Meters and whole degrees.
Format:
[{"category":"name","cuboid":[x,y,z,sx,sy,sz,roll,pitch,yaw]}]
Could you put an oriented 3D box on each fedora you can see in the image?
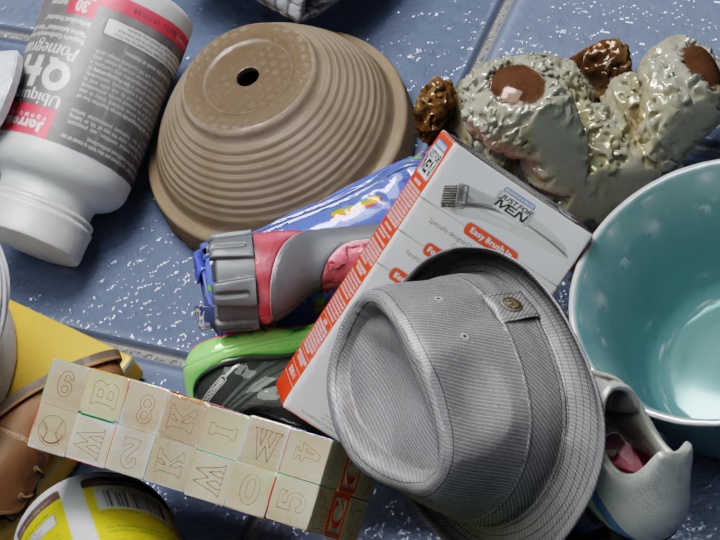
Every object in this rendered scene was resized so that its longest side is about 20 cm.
[{"category":"fedora","cuboid":[0.046,0.078,1.551,0.177,0.090,0.201,-54,49,35]}]

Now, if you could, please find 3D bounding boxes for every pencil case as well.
[{"category":"pencil case","cuboid":[-0.022,-0.015,1.803,0.199,0.087,0.078,-22,43,2]}]

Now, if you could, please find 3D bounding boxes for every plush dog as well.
[{"category":"plush dog","cuboid":[0.132,-0.093,1.794,0.199,0.161,0.172,-9,30,-23]}]

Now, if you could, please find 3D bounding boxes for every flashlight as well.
[{"category":"flashlight","cuboid":[0.000,0.000,1.732,0.199,0.068,0.068,-4,11,-1]}]

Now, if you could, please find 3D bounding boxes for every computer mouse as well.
[{"category":"computer mouse","cuboid":[-0.302,-0.105,1.926,0.044,0.200,0.110,23,53,-18]}]

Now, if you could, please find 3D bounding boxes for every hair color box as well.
[{"category":"hair color box","cuboid":[0.046,0.026,1.682,0.201,0.111,0.064,-56,12,7]}]

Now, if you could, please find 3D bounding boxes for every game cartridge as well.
[{"category":"game cartridge","cuboid":[-0.274,0.114,1.838,0.176,0.032,0.200,23,67,32]}]

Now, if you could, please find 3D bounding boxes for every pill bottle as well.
[{"category":"pill bottle","cuboid":[-0.148,0.220,1.630,0.109,0.110,0.200,-27,34,-1]},{"category":"pill bottle","cuboid":[-0.205,-0.110,1.911,0.110,0.111,0.201,14,77,28]}]

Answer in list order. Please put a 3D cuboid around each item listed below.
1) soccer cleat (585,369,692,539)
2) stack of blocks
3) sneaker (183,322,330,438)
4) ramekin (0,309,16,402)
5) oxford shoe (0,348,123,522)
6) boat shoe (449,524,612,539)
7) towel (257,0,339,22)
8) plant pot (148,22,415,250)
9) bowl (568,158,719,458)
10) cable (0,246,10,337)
[{"category":"soccer cleat","cuboid":[0.127,0.082,1.585,0.070,0.087,0.200,-24,48,-37]},{"category":"stack of blocks","cuboid":[-0.092,0.114,1.645,0.199,0.115,0.059,15,86,23]},{"category":"sneaker","cuboid":[-0.017,0.075,1.756,0.199,0.077,0.084,-8,87,6]},{"category":"ramekin","cuboid":[-0.349,0.051,1.829,0.199,0.098,0.201,-11,53,14]},{"category":"oxford shoe","cuboid":[-0.233,0.127,1.765,0.200,0.071,0.071,-37,79,-7]},{"category":"boat shoe","cuboid":[0.149,0.187,1.598,0.199,0.084,0.069,18,87,15]},{"category":"towel","cuboid":[-0.038,-0.282,1.975,0.165,0.086,0.200,26,48,33]},{"category":"plant pot","cuboid":[-0.067,-0.110,1.887,0.200,0.093,0.202,-10,53,14]},{"category":"bowl","cuboid":[0.239,0.039,1.655,0.200,0.105,0.202,-10,52,14]},{"category":"cable","cuboid":[-0.331,0.025,1.733,0.199,0.069,0.201,1,57,22]}]
